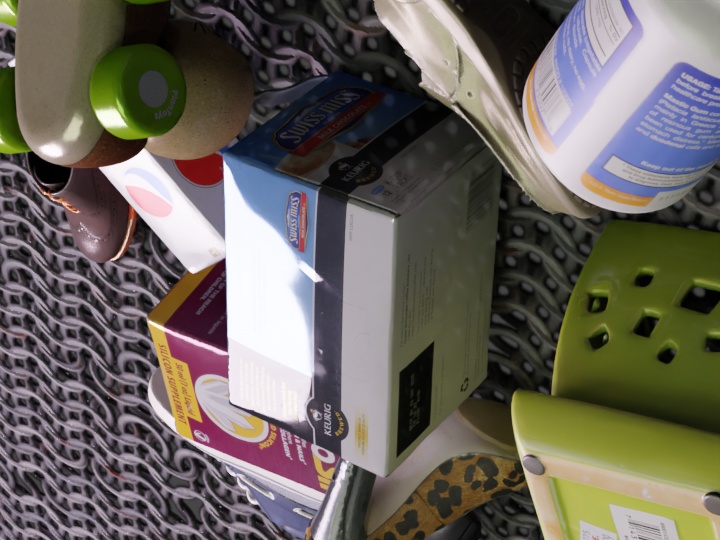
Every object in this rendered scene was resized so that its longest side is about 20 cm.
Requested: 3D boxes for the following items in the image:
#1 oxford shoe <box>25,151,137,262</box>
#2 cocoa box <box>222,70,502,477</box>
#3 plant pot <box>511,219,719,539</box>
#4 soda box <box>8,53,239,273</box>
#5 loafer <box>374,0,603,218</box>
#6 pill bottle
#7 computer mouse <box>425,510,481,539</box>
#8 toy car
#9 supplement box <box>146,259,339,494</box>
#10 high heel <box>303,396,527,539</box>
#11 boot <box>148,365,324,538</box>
[{"bbox_3d":[-0.217,-0.072,1.434,0.071,0.073,0.201,21,141,24],"label":"oxford shoe"},{"bbox_3d":[0.000,0.000,1.229,0.130,0.133,0.201,22,129,27],"label":"cocoa box"},{"bbox_3d":[0.209,0.110,1.143,0.198,0.182,0.201,12,135,35],"label":"plant pot"},{"bbox_3d":[-0.149,-0.098,1.346,0.200,0.068,0.064,49,144,-12],"label":"soda box"},{"bbox_3d":[0.078,-0.115,1.118,0.201,0.076,0.068,56,145,-6],"label":"loafer"},{"bbox_3d":[0.170,-0.124,0.983,0.112,0.112,0.200,38,145,2],"label":"pill bottle"},{"bbox_3d":[0.064,0.227,1.484,0.140,0.046,0.200,39,161,0],"label":"computer mouse"},{"bbox_3d":[-0.119,-0.135,1.219,0.164,0.199,0.159,-1,84,47],"label":"toy car"},{"bbox_3d":[-0.041,0.078,1.407,0.199,0.103,0.132,18,139,27],"label":"supplement box"},{"bbox_3d":[0.056,0.163,1.336,0.072,0.198,0.143,54,135,47],"label":"high heel"},{"bbox_3d":[-0.089,0.154,1.560,0.199,0.073,0.091,29,138,14],"label":"boot"}]
